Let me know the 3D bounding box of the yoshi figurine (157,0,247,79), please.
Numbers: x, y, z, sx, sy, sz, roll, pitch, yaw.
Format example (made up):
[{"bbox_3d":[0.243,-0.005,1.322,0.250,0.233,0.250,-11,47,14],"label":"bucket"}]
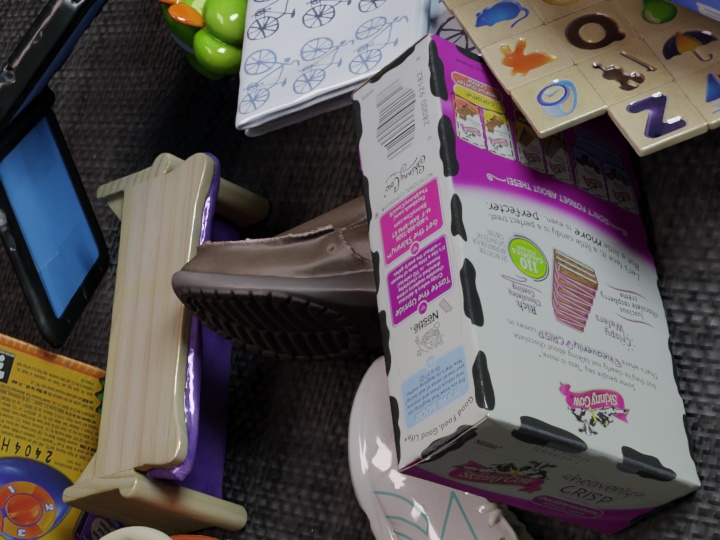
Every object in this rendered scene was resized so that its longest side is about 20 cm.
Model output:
[{"bbox_3d":[-0.069,-0.168,1.285,0.111,0.113,0.200,-17,36,0],"label":"yoshi figurine"}]

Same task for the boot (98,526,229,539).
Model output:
[{"bbox_3d":[-0.056,0.181,1.075,0.200,0.107,0.075,19,85,49],"label":"boot"}]

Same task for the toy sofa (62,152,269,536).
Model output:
[{"bbox_3d":[-0.095,0.041,1.203,0.097,0.083,0.201,-18,59,40],"label":"toy sofa"}]

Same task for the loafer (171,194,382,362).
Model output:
[{"bbox_3d":[0.000,0.000,1.105,0.199,0.073,0.071,-1,58,22],"label":"loafer"}]

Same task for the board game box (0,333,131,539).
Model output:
[{"bbox_3d":[-0.259,0.134,1.252,0.199,0.199,0.201,3,75,49],"label":"board game box"}]

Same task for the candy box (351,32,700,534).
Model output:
[{"bbox_3d":[0.072,0.007,0.984,0.061,0.136,0.201,-36,48,37],"label":"candy box"}]

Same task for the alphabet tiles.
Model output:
[{"bbox_3d":[0.130,-0.130,1.004,0.166,0.006,0.200,-22,45,-8],"label":"alphabet tiles"}]

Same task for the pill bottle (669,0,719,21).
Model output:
[{"bbox_3d":[0.150,-0.170,0.936,0.199,0.112,0.113,25,92,21],"label":"pill bottle"}]

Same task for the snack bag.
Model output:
[{"bbox_3d":[0.034,-0.152,1.091,0.199,0.021,0.189,-15,38,16],"label":"snack bag"}]

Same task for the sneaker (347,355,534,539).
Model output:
[{"bbox_3d":[0.048,0.127,1.020,0.080,0.070,0.201,-26,60,28],"label":"sneaker"}]

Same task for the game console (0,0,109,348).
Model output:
[{"bbox_3d":[-0.156,-0.079,1.247,0.176,0.116,0.200,-52,8,13],"label":"game console"}]
